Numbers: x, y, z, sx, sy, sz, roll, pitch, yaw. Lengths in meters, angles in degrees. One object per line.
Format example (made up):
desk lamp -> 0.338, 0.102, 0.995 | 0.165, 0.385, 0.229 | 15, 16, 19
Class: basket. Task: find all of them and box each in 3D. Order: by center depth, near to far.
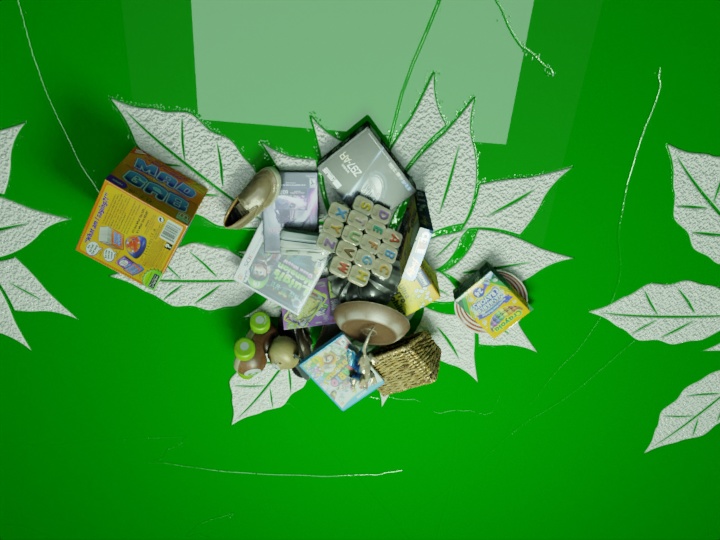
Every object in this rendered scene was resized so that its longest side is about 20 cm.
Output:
basket -> 0.102, 0.223, 1.681 | 0.197, 0.145, 0.149 | -24, 122, 35

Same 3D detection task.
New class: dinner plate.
dinner plate -> 0.348, 0.083, 1.672 | 0.194, 0.024, 0.205 | 0, 120, 0

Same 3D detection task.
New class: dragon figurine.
dragon figurine -> 0.002, 0.222, 1.544 | 0.057, 0.099, 0.205 | -11, 112, -20

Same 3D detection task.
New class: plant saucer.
plant saucer -> 0.024, 0.139, 1.545 | 0.195, 0.037, 0.202 | 9, 151, 5

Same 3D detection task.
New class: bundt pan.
bundt pan -> 0.000, 0.000, 1.531 | 0.197, 0.075, 0.208 | -4, 81, 24

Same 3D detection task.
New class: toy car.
toy car -> -0.221, 0.231, 1.647 | 0.196, 0.160, 0.165 | 25, 150, 6

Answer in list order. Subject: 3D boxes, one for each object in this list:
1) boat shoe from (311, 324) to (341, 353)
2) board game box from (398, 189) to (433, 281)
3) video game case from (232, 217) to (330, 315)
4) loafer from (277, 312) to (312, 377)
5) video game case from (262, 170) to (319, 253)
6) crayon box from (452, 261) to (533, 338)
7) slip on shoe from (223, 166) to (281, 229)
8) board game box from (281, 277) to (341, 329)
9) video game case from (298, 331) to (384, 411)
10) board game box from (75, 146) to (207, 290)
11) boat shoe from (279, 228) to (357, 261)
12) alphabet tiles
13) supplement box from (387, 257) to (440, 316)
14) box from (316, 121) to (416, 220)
boat shoe -> -0.069, 0.156, 1.700 | 0.071, 0.065, 0.203 | 28, 99, -1
board game box -> 0.126, -0.087, 1.474 | 0.034, 0.202, 0.138 | 13, 121, -8
video game case -> -0.201, -0.009, 1.593 | 0.197, 0.023, 0.184 | 29, 104, -8
loafer -> -0.174, 0.194, 1.729 | 0.072, 0.071, 0.205 | 8, 117, 37
video game case -> -0.172, -0.141, 1.531 | 0.139, 0.019, 0.206 | 0, 108, 1
crayon box -> 0.352, 0.090, 1.633 | 0.125, 0.052, 0.199 | -41, 112, 21
slip on shoe -> -0.263, -0.168, 1.491 | 0.199, 0.060, 0.077 | -37, 86, 34
board game box -> -0.112, 0.084, 1.645 | 0.194, 0.032, 0.124 | -7, 84, 6
video game case -> -0.046, 0.264, 1.611 | 0.142, 0.018, 0.201 | -34, 120, 8
board game box -> -0.507, -0.123, 1.464 | 0.197, 0.201, 0.201 | 29, 117, -16
boat shoe -> -0.103, -0.055, 1.507 | 0.195, 0.073, 0.069 | 10, 103, 16
alphabet tiles -> 0.000, -0.071, 1.459 | 0.192, 0.204, 0.015 | 25, 161, -12
supplement box -> 0.093, 0.047, 1.605 | 0.197, 0.110, 0.110 | -30, 117, 17
box -> 0.016, -0.225, 1.487 | 0.159, 0.044, 0.201 | -33, 115, 18
